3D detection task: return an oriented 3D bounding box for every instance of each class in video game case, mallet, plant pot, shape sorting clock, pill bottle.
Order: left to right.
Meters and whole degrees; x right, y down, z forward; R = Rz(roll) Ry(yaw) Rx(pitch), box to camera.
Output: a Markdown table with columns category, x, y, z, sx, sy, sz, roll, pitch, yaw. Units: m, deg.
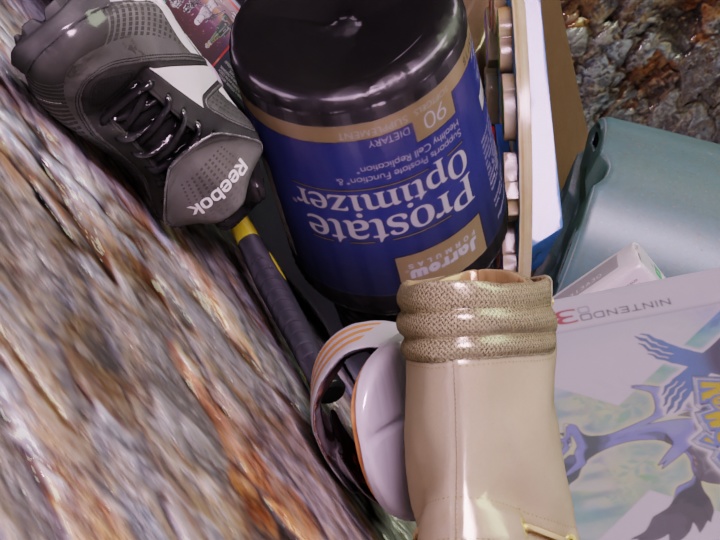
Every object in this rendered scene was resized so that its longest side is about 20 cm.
| category | x | y | z | sx | sy | sz | roll | pitch | yaw |
| --- | --- | --- | --- | --- | --- | --- | --- | --- | --- |
| mallet | -0.053 | -0.016 | 1.155 | 0.200 | 0.041 | 0.066 | 60 | 6 | 22 |
| pill bottle | 0.011 | -0.050 | 1.146 | 0.112 | 0.112 | 0.200 | 58 | -10 | 42 |
| shape sorting clock | 0.078 | -0.070 | 1.269 | 0.200 | 0.039 | 0.200 | 175 | -90 | -89 |
| video game case | 0.130 | 0.083 | 1.154 | 0.200 | 0.182 | 0.022 | -105 | -174 | -46 |
| plant pot | 0.207 | 0.010 | 1.388 | 0.196 | 0.200 | 0.200 | 18 | 10 | -3 |

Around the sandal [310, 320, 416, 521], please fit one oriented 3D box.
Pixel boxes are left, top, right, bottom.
| category | x | y | z | sx | sy | sz | roll | pitch | yaw |
| --- | --- | --- | --- | --- | --- | --- | --- | --- | --- |
| sandal | 0.011 | 0.059 | 1.055 | 0.207 | 0.059 | 0.079 | -36 | 121 | -74 |

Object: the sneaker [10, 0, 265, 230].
| category | x | y | z | sx | sy | sz | roll | pitch | yaw |
| --- | --- | --- | --- | --- | --- | --- | --- | --- | --- |
| sneaker | -0.084 | -0.065 | 1.028 | 0.091 | 0.066 | 0.200 | 52 | 4 | 16 |

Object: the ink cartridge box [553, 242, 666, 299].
| category | x | y | z | sx | sy | sz | roll | pitch | yaw |
| --- | --- | --- | --- | --- | --- | --- | --- | --- | --- |
| ink cartridge box | 0.147 | 0.108 | 1.313 | 0.200 | 0.161 | 0.050 | 51 | 14 | -14 |

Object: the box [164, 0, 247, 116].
| category | x | y | z | sx | sy | sz | roll | pitch | yaw |
| --- | --- | --- | --- | --- | --- | --- | --- | --- | --- |
| box | -0.124 | -0.157 | 1.194 | 0.137 | 0.040 | 0.200 | 33 | -9 | 43 |

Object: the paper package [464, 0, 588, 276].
| category | x | y | z | sx | sy | sz | roll | pitch | yaw |
| --- | --- | --- | --- | --- | --- | --- | --- | --- | --- |
| paper package | 0.057 | -0.095 | 1.454 | 0.200 | 0.103 | 0.191 | 73 | 30 | -42 |

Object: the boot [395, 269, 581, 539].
| category | x | y | z | sx | sy | sz | roll | pitch | yaw |
| --- | --- | --- | --- | --- | --- | --- | --- | --- | --- |
| boot | 0.059 | 0.077 | 0.985 | 0.200 | 0.073 | 0.156 | 12 | 73 | -73 |

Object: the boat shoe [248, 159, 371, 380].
| category | x | y | z | sx | sy | sz | roll | pitch | yaw |
| --- | --- | --- | --- | --- | --- | --- | --- | --- | --- |
| boat shoe | 0.004 | -0.002 | 1.296 | 0.202 | 0.075 | 0.086 | 58 | 8 | 21 |

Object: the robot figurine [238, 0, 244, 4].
| category | x | y | z | sx | sy | sz | roll | pitch | yaw |
| --- | --- | --- | --- | --- | --- | --- | --- | --- | --- |
| robot figurine | -0.058 | -0.194 | 1.308 | 0.200 | 0.125 | 0.150 | 39 | 29 | -8 |
